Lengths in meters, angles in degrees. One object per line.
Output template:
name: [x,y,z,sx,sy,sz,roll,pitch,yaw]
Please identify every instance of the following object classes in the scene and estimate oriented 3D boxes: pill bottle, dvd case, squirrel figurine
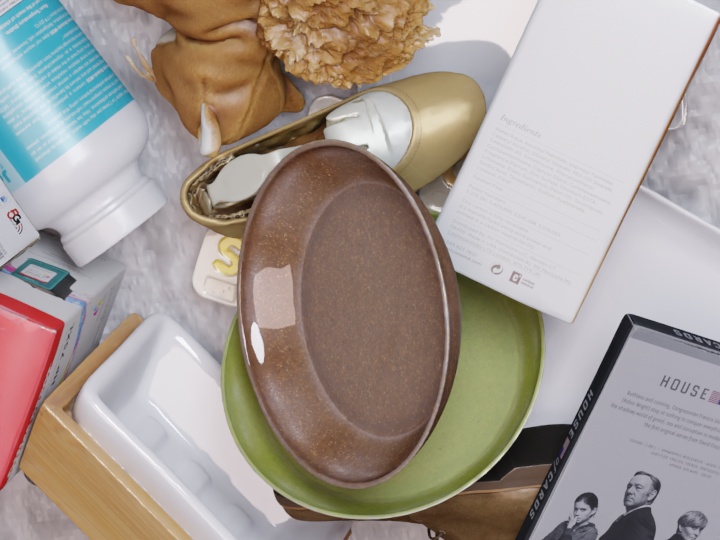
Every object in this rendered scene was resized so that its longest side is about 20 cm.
pill bottle: [-0.204,-0.101,1.776,0.111,0.111,0.200,-36,95,17]
dvd case: [0.185,0.134,1.752,0.150,0.025,0.200,18,110,-18]
squirrel figurine: [-0.060,-0.157,1.708,0.200,0.142,0.187,13,116,30]

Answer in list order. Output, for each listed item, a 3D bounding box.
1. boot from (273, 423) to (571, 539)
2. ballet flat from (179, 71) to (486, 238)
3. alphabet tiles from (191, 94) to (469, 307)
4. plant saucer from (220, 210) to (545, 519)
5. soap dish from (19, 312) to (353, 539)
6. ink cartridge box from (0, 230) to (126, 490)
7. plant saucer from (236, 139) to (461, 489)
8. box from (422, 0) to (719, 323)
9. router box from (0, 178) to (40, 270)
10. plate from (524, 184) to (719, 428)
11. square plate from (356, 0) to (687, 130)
boot: [0.048,0.145,1.780,0.200,0.074,0.075,-4,115,1]
ballet flat: [-0.020,-0.065,1.733,0.200,0.063,0.069,-24,76,26]
alphabet tiles: [0.000,0.000,1.806,0.200,0.015,0.196,19,101,5]
plant saucer: [0.016,0.059,1.749,0.200,0.031,0.200,-6,65,14]
soap dish: [-0.107,0.133,1.800,0.200,0.157,0.081,45,116,-3]
ink cartridge box: [-0.215,0.059,1.774,0.067,0.200,0.116,23,108,5]
plant saucer: [0.000,0.024,1.679,0.200,0.037,0.200,12,105,52]
box: [0.127,-0.089,1.681,0.097,0.124,0.200,26,108,4]
router box: [-0.284,-0.087,1.734,0.051,0.149,0.200,-39,106,-19]
plate: [0.196,0.066,1.788,0.200,0.032,0.200,28,108,3]
square plate: [0.091,-0.178,1.744,0.200,0.028,0.198,-2,105,11]
